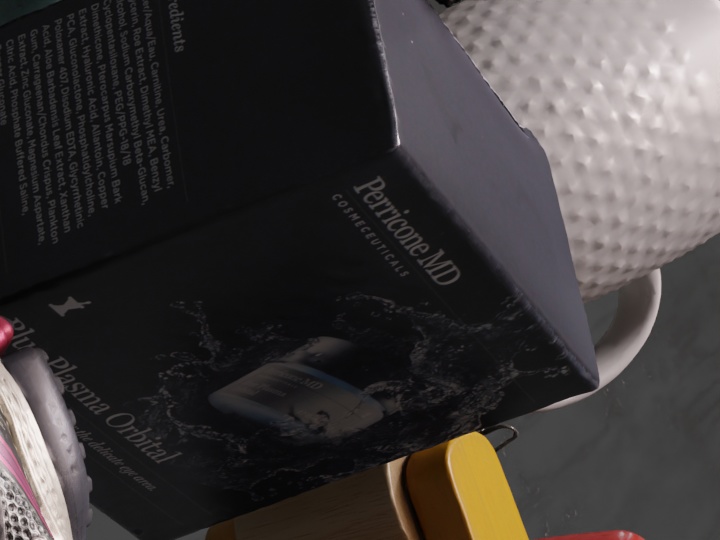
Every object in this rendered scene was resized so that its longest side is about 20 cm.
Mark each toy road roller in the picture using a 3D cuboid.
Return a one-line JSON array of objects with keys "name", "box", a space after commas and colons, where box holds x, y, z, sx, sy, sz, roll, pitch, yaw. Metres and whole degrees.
[{"name": "toy road roller", "box": [0.001, 0.168, 1.007, 0.146, 0.123, 0.201, -8, 78, -63]}]

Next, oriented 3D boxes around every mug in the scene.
[{"name": "mug", "box": [0.077, -0.028, 1.144, 0.148, 0.175, 0.201, 29, -39, 54]}]

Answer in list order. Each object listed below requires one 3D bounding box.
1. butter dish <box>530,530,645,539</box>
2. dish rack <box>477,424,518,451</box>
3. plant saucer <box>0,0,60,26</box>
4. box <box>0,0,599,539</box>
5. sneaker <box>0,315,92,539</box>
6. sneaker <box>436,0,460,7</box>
[{"name": "butter dish", "box": [0.142, 0.218, 1.356, 0.199, 0.147, 0.201, -34, 102, -75]}, {"name": "dish rack", "box": [0.021, 0.029, 1.219, 0.153, 0.054, 0.201, 28, 50, -27]}, {"name": "plant saucer", "box": [-0.107, -0.151, 0.967, 0.200, 0.039, 0.202, -1, 92, -37]}, {"name": "box", "box": [-0.045, -0.011, 0.923, 0.197, 0.199, 0.118, 46, 28, -53]}, {"name": "sneaker", "box": [-0.112, 0.114, 0.784, 0.075, 0.080, 0.201, -19, 81, -60]}, {"name": "sneaker", "box": [-0.017, -0.149, 0.920, 0.067, 0.199, 0.091, 80, 16, -64]}]
